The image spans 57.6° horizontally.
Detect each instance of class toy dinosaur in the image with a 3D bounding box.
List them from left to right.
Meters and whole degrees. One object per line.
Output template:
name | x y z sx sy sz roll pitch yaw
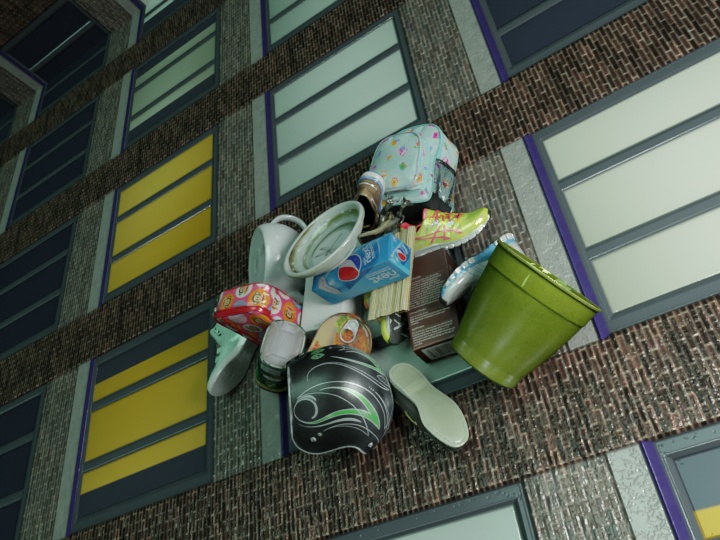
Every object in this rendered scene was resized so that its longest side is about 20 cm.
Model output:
toy dinosaur | 0.056 -0.105 1.287 0.047 0.200 0.088 35 108 11

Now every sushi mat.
sushi mat | 0.061 0.003 1.267 0.096 0.012 0.200 -22 46 36

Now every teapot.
teapot | -0.167 -0.017 1.490 0.197 0.146 0.200 -150 64 -65

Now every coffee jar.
coffee jar | -0.165 0.181 1.335 0.085 0.200 0.104 17 64 -4

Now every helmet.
helmet | -0.036 0.235 1.189 0.190 0.200 0.200 -4 54 -6

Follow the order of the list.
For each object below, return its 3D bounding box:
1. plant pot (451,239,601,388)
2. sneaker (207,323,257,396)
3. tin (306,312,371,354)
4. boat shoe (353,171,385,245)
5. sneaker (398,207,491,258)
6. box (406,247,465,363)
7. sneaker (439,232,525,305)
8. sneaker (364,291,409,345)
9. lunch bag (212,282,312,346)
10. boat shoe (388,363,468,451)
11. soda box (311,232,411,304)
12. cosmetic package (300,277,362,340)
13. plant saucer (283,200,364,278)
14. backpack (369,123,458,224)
plant pot | 0.256 0.083 1.087 0.193 0.200 0.200 -56 45 11
sneaker | -0.314 0.190 1.513 0.118 0.074 0.201 13 62 34
tin | -0.053 0.176 1.292 0.200 0.112 0.042 -63 4 9
boat shoe | 0.008 -0.111 1.359 0.072 0.200 0.072 16 51 17
sneaker | 0.162 -0.089 1.303 0.200 0.090 0.078 -23 13 24
box | 0.142 0.066 1.247 0.100 0.075 0.200 -20 54 21
sneaker | 0.230 0.012 1.181 0.200 0.075 0.087 -35 71 -20
sneaker | 0.049 0.070 1.314 0.090 0.078 0.200 -30 42 28
lunch bag | -0.210 0.104 1.404 0.176 0.200 0.082 -11 56 35
boat shoe | 0.121 0.249 1.165 0.072 0.061 0.201 -22 44 -22
soda box | 0.000 0.000 1.266 0.200 0.068 0.064 -23 48 36
cosmetic package | -0.056 0.051 1.400 0.107 0.085 0.200 -14 55 26
plant saucer | -0.061 -0.050 1.279 0.200 0.050 0.200 -32 29 21
backpack | 0.113 -0.214 1.394 0.176 0.153 0.200 -6 56 43
